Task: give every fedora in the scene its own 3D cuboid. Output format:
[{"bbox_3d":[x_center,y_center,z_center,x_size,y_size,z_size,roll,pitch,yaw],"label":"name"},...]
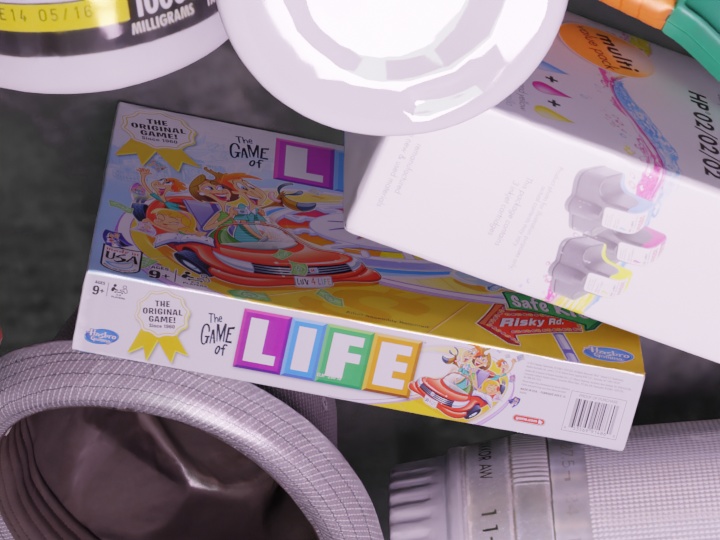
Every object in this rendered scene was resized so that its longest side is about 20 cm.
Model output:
[{"bbox_3d":[-0.067,0.073,1.111,0.176,0.090,0.200,3,138,19],"label":"fedora"}]

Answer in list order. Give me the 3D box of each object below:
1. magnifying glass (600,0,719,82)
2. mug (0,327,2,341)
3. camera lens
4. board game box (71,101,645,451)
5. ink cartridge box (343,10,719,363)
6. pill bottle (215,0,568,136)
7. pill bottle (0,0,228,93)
[{"bbox_3d":[0.134,-0.090,1.051,0.199,0.080,0.022,24,143,0],"label":"magnifying glass"},{"bbox_3d":[-0.227,-0.061,1.019,0.177,0.133,0.201,-2,105,16],"label":"mug"},{"bbox_3d":[0.116,0.140,1.120,0.199,0.160,0.160,-5,119,3],"label":"camera lens"},{"bbox_3d":[0.000,0.000,1.059,0.199,0.135,0.034,11,118,-6],"label":"board game box"},{"bbox_3d":[0.097,-0.034,1.050,0.199,0.115,0.068,19,118,-11],"label":"ink cartridge box"},{"bbox_3d":[0.010,-0.134,0.947,0.112,0.200,0.113,0,119,1],"label":"pill bottle"},{"bbox_3d":[-0.104,-0.171,0.978,0.112,0.113,0.201,-6,119,4],"label":"pill bottle"}]
